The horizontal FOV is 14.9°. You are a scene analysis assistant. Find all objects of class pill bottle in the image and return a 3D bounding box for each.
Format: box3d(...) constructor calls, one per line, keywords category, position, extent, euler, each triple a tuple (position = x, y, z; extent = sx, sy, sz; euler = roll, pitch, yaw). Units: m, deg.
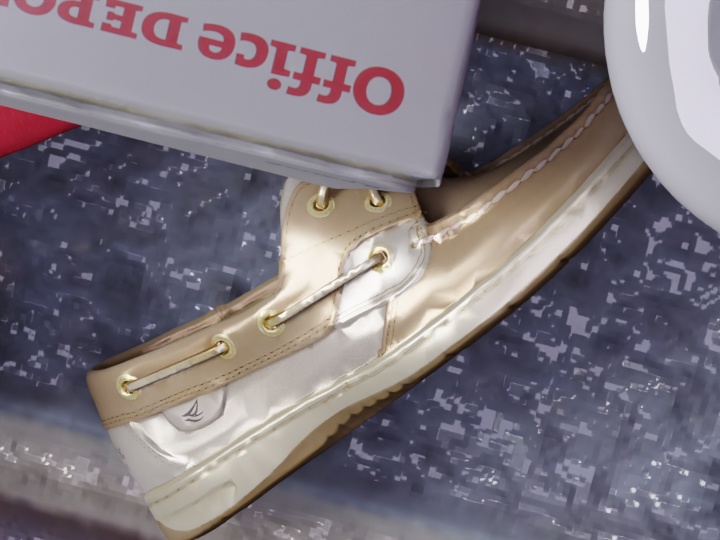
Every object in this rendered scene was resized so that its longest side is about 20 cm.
box3d(category="pill bottle", position=(0.123, -0.068, 0.701), extent=(0.112, 0.200, 0.113), euler=(2, 99, 9))

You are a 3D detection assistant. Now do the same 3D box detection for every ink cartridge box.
box3d(category="ink cartridge box", position=(-0.036, -0.131, 0.713), extent=(0.145, 0.088, 0.200), euler=(13, 87, -16))

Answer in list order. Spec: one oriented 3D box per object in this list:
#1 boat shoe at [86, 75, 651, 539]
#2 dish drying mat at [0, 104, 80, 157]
box3d(category="boat shoe", position=(0.000, 0.000, 0.794), extent=(0.200, 0.074, 0.069), euler=(-38, 91, 18))
box3d(category="dish drying mat", position=(-0.151, -0.050, 0.743), extent=(0.200, 0.018, 0.077), euler=(-22, 101, -10))
